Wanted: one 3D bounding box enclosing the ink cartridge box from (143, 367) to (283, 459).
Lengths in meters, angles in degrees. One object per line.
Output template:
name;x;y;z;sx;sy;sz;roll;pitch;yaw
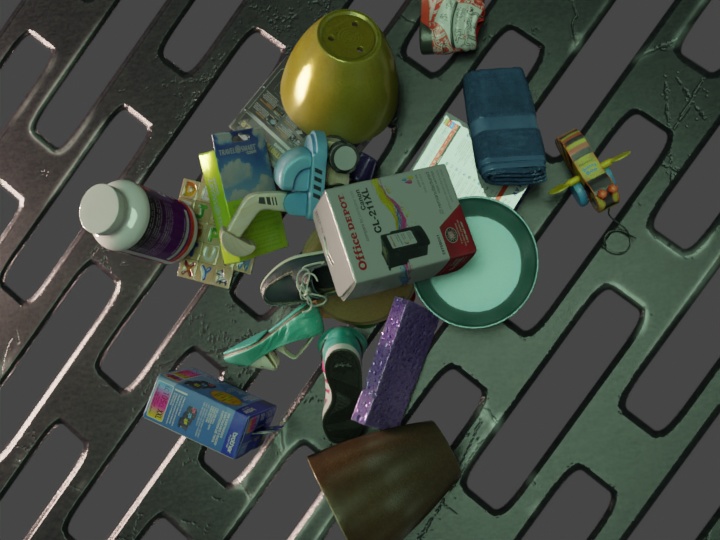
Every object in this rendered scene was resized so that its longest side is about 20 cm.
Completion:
ink cartridge box;-0.224;0.232;1.328;0.197;0.136;0.077;23;94;12

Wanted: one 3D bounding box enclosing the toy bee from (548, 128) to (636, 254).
toy bee;0.368;-0.137;1.270;0.200;0.109;0.131;43;91;12

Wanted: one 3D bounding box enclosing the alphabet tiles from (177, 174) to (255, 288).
alphabet tiles;-0.248;-0.078;1.431;0.164;0.006;0.204;14;87;12

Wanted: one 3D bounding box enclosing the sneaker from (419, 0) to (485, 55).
sneaker;0.152;-0.458;1.366;0.106;0.067;0.206;0;88;10

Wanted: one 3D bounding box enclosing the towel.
towel;0.222;-0.224;1.295;0.109;0.049;0.203;-2;63;-6

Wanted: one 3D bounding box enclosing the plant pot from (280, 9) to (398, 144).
plant pot;-0.027;-0.324;1.309;0.196;0.142;0.203;3;65;-6

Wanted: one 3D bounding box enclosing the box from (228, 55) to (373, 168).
box;-0.099;-0.236;1.398;0.200;0.048;0.159;41;93;12

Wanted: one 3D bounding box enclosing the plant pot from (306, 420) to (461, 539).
plant pot;0.046;0.318;1.261;0.198;0.187;0.189;-29;79;-7

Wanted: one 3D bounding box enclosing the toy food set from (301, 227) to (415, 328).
toy food set;0.000;0.000;1.321;0.194;0.049;0.203;12;112;-3

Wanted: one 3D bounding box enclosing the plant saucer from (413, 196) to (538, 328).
plant saucer;0.175;-0.012;1.279;0.196;0.036;0.204;-1;84;11

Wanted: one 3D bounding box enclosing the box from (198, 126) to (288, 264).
box;-0.189;-0.123;1.340;0.047;0.121;0.204;-6;100;39

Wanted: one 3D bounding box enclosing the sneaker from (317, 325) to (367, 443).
sneaker;-0.030;0.169;1.328;0.082;0.122;0.203;2;124;-1

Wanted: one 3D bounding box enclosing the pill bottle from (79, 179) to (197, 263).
pill bottle;-0.360;-0.080;1.348;0.111;0.200;0.115;-4;80;22

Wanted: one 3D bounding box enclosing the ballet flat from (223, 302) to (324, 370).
ballet flat;-0.139;0.123;1.347;0.198;0.067;0.071;-31;93;24

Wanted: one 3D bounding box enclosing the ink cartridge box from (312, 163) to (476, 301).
ink cartridge box;0.048;-0.056;1.204;0.197;0.083;0.148;-15;76;-21

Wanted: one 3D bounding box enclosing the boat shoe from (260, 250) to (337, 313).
boat shoe;-0.066;0.016;1.270;0.197;0.062;0.076;-16;120;11

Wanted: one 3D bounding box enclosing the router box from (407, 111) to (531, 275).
router box;0.160;-0.122;1.337;0.178;0.049;0.202;34;91;12

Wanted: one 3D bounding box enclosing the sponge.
sponge;0.058;0.149;1.297;0.030;0.111;0.203;18;87;36

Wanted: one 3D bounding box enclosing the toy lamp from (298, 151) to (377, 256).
toy lamp;-0.034;-0.100;1.369;0.058;0.058;0.202;31;91;12

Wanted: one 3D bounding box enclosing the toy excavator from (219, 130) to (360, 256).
toy excavator;-0.113;-0.119;1.271;0.196;0.100;0.198;3;106;-14
